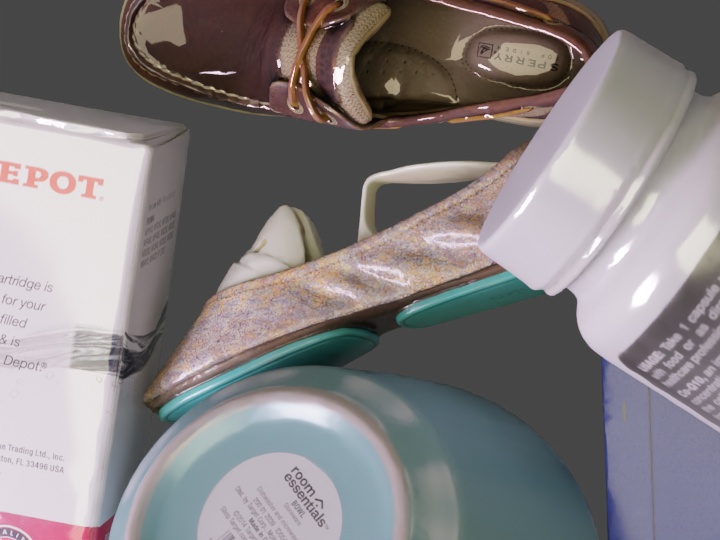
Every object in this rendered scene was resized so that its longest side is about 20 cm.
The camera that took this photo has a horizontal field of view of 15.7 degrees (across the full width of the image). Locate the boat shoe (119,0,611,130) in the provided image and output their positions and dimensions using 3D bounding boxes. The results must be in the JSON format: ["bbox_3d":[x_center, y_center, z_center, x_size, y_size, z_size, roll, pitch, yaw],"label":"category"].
[{"bbox_3d":[-0.001,-0.088,1.015,0.199,0.072,0.072,9,99,8],"label":"boat shoe"}]

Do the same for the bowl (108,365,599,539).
[{"bbox_3d":[-0.017,0.117,0.981,0.200,0.105,0.202,-9,63,19],"label":"bowl"}]

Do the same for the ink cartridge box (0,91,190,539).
[{"bbox_3d":[-0.157,0.028,1.049,0.144,0.084,0.201,10,100,8],"label":"ink cartridge box"}]

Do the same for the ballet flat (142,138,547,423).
[{"bbox_3d":[0.000,0.000,1.038,0.199,0.068,0.068,-20,74,9],"label":"ballet flat"}]

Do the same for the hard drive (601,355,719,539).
[{"bbox_3d":[0.196,0.052,1.026,0.199,0.025,0.133,-2,97,9],"label":"hard drive"}]

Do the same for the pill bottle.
[{"bbox_3d":[0.151,0.005,0.945,0.200,0.114,0.114,33,101,-4],"label":"pill bottle"}]
